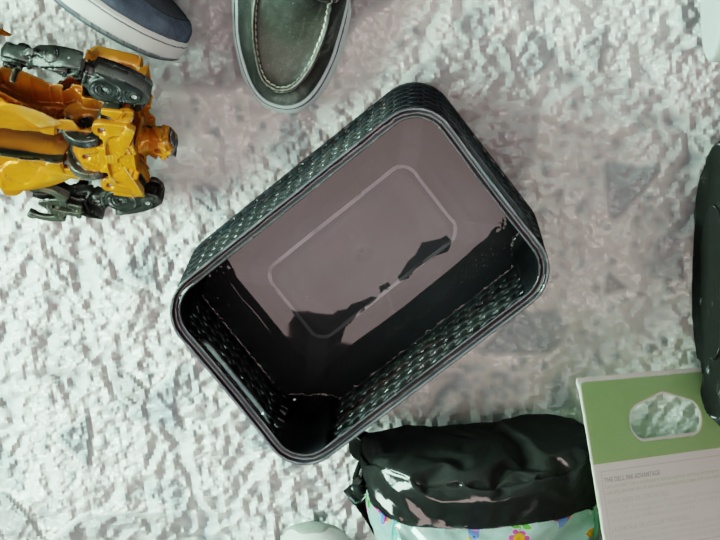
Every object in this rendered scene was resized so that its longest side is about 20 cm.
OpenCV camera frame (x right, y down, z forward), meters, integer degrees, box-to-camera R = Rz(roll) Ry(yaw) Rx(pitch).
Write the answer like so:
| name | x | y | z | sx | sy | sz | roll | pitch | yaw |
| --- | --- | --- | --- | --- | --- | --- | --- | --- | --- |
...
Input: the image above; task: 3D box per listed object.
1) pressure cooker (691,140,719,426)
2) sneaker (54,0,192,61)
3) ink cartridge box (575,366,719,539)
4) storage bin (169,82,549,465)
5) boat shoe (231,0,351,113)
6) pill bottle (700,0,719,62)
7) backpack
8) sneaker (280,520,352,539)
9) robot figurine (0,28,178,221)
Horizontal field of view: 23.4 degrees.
| name | x | y | z | sx | sy | sz | roll | pitch | yaw |
| --- | --- | --- | --- | --- | --- | --- | --- | --- | --- |
| pressure cooker | 0.295 | 0.005 | 0.984 | 0.197 | 0.180 | 0.177 | 2 | 128 | 2 |
| sneaker | -0.142 | -0.229 | 0.982 | 0.202 | 0.077 | 0.146 | 43 | 105 | -8 |
| ink cartridge box | 0.179 | 0.163 | 1.023 | 0.048 | 0.144 | 0.202 | -23 | 74 | 48 |
| storage bin | 0.000 | 0.000 | 1.031 | 0.199 | 0.094 | 0.136 | -38 | 101 | 10 |
| boat shoe | -0.037 | -0.187 | 0.993 | 0.071 | 0.071 | 0.202 | 7 | 106 | 0 |
| pill bottle | 0.295 | -0.154 | 0.972 | 0.197 | 0.111 | 0.112 | 2 | 105 | 1 |
| backpack | 0.074 | 0.200 | 1.064 | 0.165 | 0.127 | 0.203 | -2 | 106 | 0 |
| sneaker | -0.020 | 0.260 | 1.108 | 0.069 | 0.080 | 0.203 | -4 | 103 | 5 |
| robot figurine | -0.202 | -0.091 | 1.008 | 0.197 | 0.059 | 0.146 | 6 | 144 | 2 |
